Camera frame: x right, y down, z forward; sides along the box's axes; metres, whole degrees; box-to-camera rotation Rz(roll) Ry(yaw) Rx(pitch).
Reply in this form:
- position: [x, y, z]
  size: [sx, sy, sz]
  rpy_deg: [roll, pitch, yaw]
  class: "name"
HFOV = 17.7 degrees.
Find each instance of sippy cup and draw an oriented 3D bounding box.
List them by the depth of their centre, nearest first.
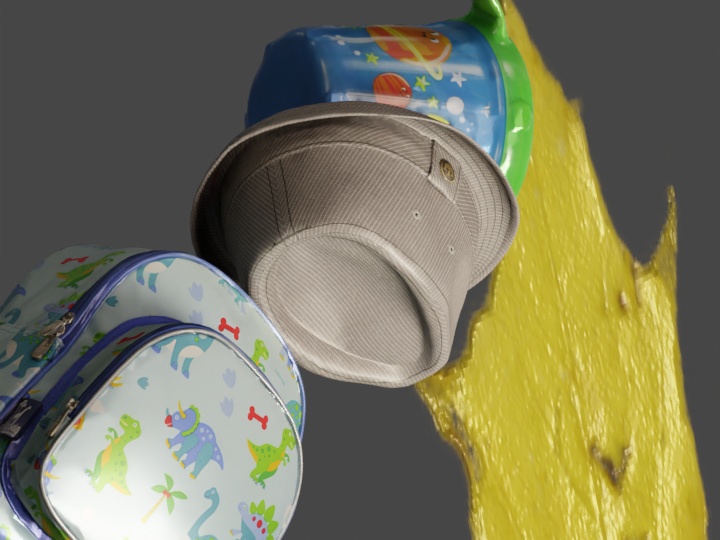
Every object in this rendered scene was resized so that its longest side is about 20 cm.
- position: [0.009, -0.084, 1.331]
  size: [0.130, 0.139, 0.179]
  rpy_deg: [4, 77, -32]
  class: "sippy cup"

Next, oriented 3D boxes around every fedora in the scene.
- position: [0.000, 0.000, 1.265]
  size: [0.200, 0.176, 0.091]
  rpy_deg: [52, 23, -45]
  class: "fedora"

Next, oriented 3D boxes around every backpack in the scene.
- position: [-0.117, 0.091, 1.187]
  size: [0.183, 0.147, 0.200]
  rpy_deg: [53, 55, -30]
  class: "backpack"
